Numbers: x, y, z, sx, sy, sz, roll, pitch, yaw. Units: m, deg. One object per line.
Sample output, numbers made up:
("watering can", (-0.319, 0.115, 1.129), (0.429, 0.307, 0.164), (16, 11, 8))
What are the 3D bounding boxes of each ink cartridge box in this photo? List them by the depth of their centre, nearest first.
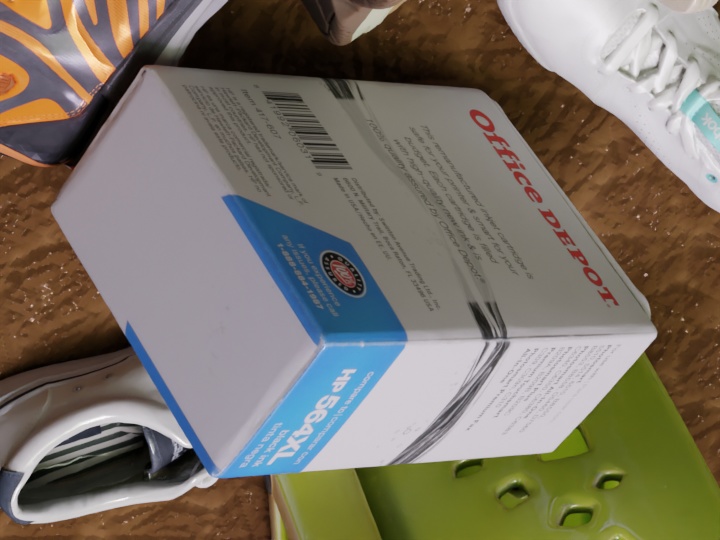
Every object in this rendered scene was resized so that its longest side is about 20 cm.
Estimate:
("ink cartridge box", (0.000, 0.000, 1.179), (0.199, 0.146, 0.084), (1, 136, -47))

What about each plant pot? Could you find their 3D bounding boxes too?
("plant pot", (0.061, 0.160, 1.333), (0.181, 0.199, 0.201), (-10, 127, -11))

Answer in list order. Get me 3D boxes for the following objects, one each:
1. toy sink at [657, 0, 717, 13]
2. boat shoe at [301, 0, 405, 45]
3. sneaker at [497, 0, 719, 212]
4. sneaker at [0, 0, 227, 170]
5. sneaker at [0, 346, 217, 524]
("toy sink", (0.125, -0.178, 1.122), (0.199, 0.130, 0.112), (-14, 131, -42))
("boat shoe", (0.016, -0.141, 1.121), (0.076, 0.200, 0.072), (-30, 92, -8))
("sneaker", (0.137, -0.079, 1.263), (0.075, 0.089, 0.200), (-43, 129, 11))
("sneaker", (-0.109, -0.126, 1.124), (0.112, 0.078, 0.201), (13, 117, -32))
("sneaker", (-0.071, 0.063, 1.280), (0.199, 0.071, 0.073), (-21, 129, -9))
